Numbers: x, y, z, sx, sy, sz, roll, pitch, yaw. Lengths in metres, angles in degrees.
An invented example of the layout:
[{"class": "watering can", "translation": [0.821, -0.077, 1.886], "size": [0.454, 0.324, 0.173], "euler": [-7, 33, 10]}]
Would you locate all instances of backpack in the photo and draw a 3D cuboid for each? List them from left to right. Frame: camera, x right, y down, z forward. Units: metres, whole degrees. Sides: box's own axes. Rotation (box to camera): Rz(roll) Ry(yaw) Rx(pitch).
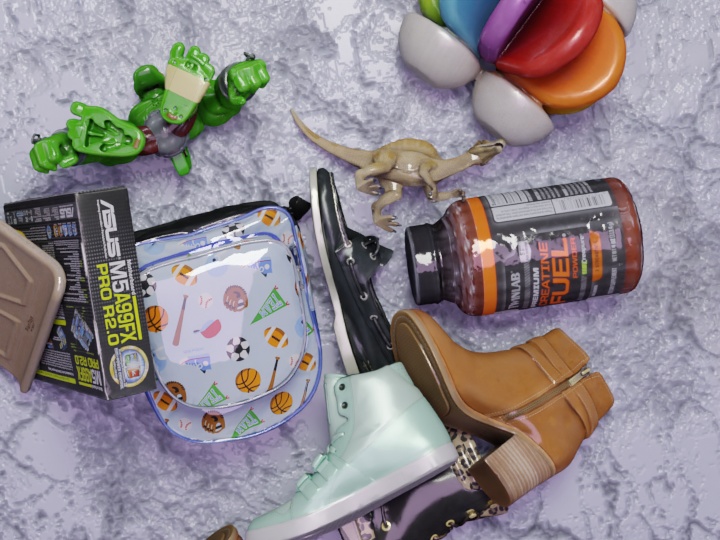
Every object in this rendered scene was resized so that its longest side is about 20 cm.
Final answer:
[{"class": "backpack", "translation": [-0.117, 0.049, 0.940], "size": [0.198, 0.154, 0.192], "euler": [-15, 105, -4]}]

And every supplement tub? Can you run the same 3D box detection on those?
[{"class": "supplement tub", "translation": [0.141, -0.018, 0.964], "size": [0.198, 0.107, 0.108], "euler": [-9, 96, -2]}]

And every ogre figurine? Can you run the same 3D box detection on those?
[{"class": "ogre figurine", "translation": [-0.174, -0.129, 0.930], "size": [0.200, 0.120, 0.098], "euler": [-41, 92, 0]}]

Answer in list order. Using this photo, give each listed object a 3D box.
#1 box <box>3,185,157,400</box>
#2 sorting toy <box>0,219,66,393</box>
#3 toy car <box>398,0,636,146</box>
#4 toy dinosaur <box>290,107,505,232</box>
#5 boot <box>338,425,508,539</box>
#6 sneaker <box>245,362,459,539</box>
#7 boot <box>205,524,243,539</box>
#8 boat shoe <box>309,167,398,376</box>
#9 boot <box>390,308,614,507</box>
[{"class": "box", "translation": [-0.238, 0.016, 0.903], "size": [0.044, 0.199, 0.162], "euler": [-11, 96, -33]}, {"class": "sorting toy", "translation": [-0.333, -0.006, 0.915], "size": [0.200, 0.185, 0.036], "euler": [40, 48, 3]}, {"class": "toy car", "translation": [0.139, -0.214, 0.923], "size": [0.199, 0.150, 0.175], "euler": [37, 93, -6]}, {"class": "toy dinosaur", "translation": [0.026, -0.089, 0.966], "size": [0.198, 0.102, 0.059], "euler": [7, 135, 9]}, {"class": "boot", "translation": [0.066, 0.245, 1.002], "size": [0.150, 0.073, 0.201], "euler": [-25, 88, 0]}, {"class": "sneaker", "translation": [-0.027, 0.158, 0.948], "size": [0.199, 0.074, 0.119], "euler": [-28, 74, 3]}, {"class": "boot", "translation": [-0.119, 0.344, 1.002], "size": [0.154, 0.074, 0.201], "euler": [33, 105, -4]}, {"class": "boat shoe", "translation": [0.000, 0.001, 0.971], "size": [0.066, 0.075, 0.201], "euler": [-12, 99, 4]}, {"class": "boot", "translation": [0.131, 0.089, 0.971], "size": [0.155, 0.077, 0.201], "euler": [-35, 84, -27]}]
